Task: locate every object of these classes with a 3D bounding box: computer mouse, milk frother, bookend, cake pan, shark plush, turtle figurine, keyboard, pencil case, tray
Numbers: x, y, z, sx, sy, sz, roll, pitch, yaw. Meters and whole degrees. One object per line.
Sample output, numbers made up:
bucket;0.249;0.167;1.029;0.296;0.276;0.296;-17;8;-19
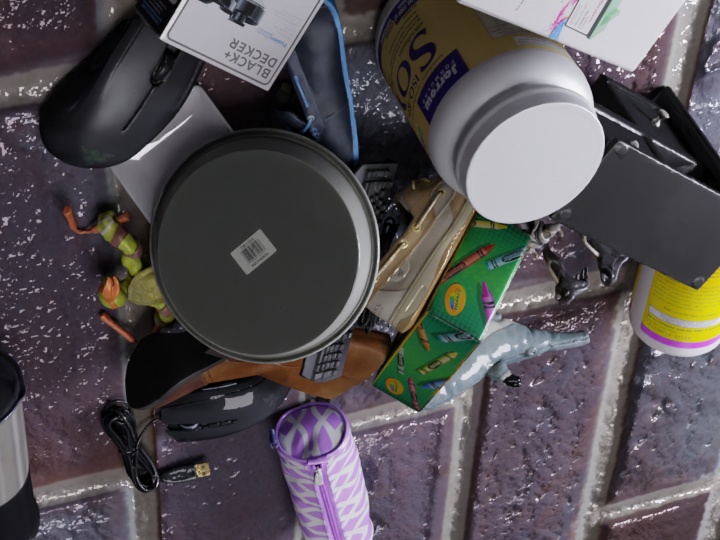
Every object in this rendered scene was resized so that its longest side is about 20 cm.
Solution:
computer mouse;-0.148;0.160;1.814;0.198;0.046;0.141;-18;135;-10
milk frother;-0.374;0.204;1.634;0.178;0.201;0.189;-9;134;-12
computer mouse;-0.186;-0.152;1.492;0.138;0.053;0.200;22;118;-40
bookend;0.228;-0.107;1.638;0.198;0.201;0.092;23;119;-36
cake pan;-0.084;-0.017;1.540;0.198;0.037;0.203;1;100;7
shark plush;0.135;0.096;1.865;0.198;0.084;0.091;-2;132;-25
turtle figurine;-0.172;-0.008;1.627;0.160;0.065;0.201;-25;137;-2
keyboard;0.000;0.000;1.624;0.127;0.020;0.202;-15;123;-66
pencil case;-0.035;0.222;1.902;0.083;0.086;0.201;-20;138;-5
tray;-0.119;-0.049;1.569;0.107;0.022;0.201;-35;95;11

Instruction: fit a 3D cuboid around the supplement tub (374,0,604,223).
supplement tub;0.107;-0.150;1.529;0.144;0.201;0.146;-14;136;-14

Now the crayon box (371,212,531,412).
crayon box;0.081;0.040;1.703;0.058;0.119;0.200;29;153;-2

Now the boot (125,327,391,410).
boot;-0.099;0.087;1.714;0.199;0.069;0.188;15;135;-42

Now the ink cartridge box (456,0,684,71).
ink cartridge box;0.147;-0.258;1.486;0.199;0.145;0.084;15;123;-36

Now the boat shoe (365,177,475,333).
boat shoe;0.059;-0.047;1.606;0.201;0.069;0.074;-61;178;-15

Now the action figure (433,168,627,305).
action figure;0.153;-0.057;1.721;0.200;0.102;0.119;41;117;-18

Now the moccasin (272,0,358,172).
moccasin;-0.044;-0.149;1.561;0.067;0.081;0.202;-14;122;-7

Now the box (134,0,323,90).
box;-0.072;-0.252;1.421;0.116;0.060;0.201;23;108;-40

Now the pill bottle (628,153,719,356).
pill bottle;0.335;-0.017;1.841;0.103;0.105;0.201;-10;135;-18
